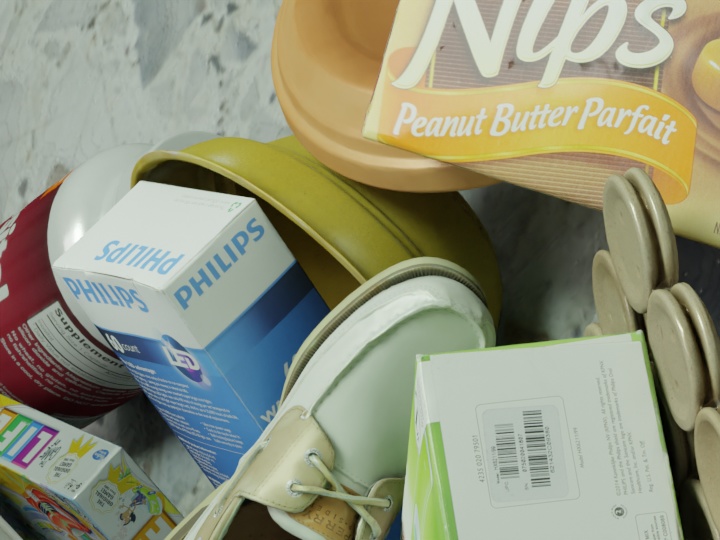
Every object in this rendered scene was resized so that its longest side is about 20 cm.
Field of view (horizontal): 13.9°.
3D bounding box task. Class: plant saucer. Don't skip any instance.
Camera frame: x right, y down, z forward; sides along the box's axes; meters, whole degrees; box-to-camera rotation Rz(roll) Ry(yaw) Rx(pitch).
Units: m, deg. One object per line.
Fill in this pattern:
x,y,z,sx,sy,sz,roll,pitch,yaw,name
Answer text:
0.051,-0.119,1.206,0.199,0.038,0.201,-16,44,16,plant saucer

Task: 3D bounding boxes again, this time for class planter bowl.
0.000,0.000,1.268,0.083,0.201,0.200,-45,25,-20,planter bowl

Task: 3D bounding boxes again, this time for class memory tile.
0.118,0.075,1.032,0.154,0.017,0.201,90,165,-57,memory tile

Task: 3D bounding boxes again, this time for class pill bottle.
-0.125,0.005,1.478,0.200,0.112,0.114,-31,54,49,pill bottle

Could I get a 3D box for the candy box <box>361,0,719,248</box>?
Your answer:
0.111,-0.076,1.086,0.199,0.055,0.116,18,95,21,candy box

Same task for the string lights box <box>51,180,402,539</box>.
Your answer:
-0.035,0.060,1.243,0.059,0.201,0.103,-43,26,-20,string lights box

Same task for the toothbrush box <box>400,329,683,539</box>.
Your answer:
0.065,0.133,1.074,0.200,0.085,0.147,91,172,-63,toothbrush box

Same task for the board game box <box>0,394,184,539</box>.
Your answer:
-0.131,0.122,1.433,0.034,0.135,0.200,-48,28,-16,board game box

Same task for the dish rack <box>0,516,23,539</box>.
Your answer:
-0.193,0.142,1.491,0.044,0.200,0.171,-47,23,-15,dish rack

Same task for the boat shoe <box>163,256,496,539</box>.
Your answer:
-0.013,0.087,1.156,0.200,0.074,0.069,-54,18,20,boat shoe
